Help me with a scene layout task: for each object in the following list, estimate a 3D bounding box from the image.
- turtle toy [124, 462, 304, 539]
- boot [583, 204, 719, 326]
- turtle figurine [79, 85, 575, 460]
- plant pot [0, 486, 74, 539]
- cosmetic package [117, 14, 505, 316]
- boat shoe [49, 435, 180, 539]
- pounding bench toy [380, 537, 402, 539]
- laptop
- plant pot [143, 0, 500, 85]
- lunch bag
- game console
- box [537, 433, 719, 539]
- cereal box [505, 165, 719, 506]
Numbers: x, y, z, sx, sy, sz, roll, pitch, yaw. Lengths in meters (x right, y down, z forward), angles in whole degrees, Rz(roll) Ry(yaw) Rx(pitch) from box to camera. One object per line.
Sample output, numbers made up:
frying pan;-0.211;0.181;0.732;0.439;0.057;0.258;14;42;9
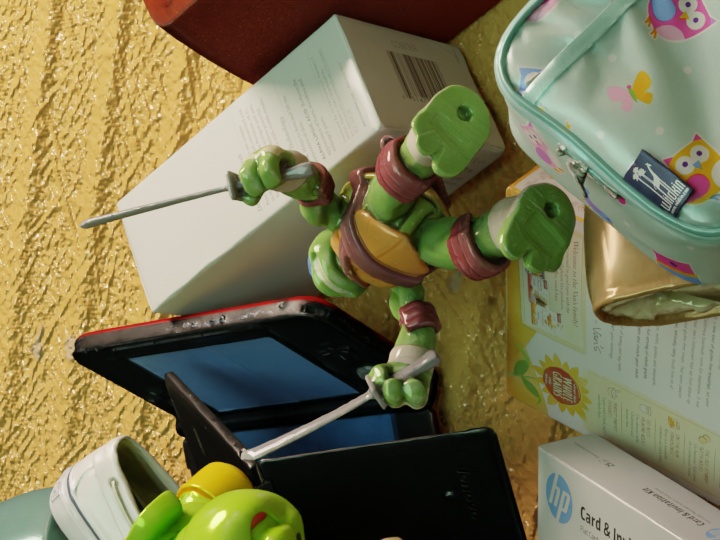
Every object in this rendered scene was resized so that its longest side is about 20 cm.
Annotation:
turtle toy;-0.086;0.177;1.146;0.101;0.146;0.200;36;138;15
boot;0.189;-0.081;1.070;0.175;0.066;0.200;-12;64;18
turtle figurine;0.000;0.000;1.110;0.194;0.200;0.144;-31;71;53
plant pot;-0.186;0.225;1.347;0.161;0.201;0.201;-42;68;31
cosmetic package;-0.032;-0.052;1.266;0.200;0.113;0.081;-40;60;33
boat shoe;-0.097;0.183;1.280;0.200;0.074;0.067;46;124;-2
pounding bench toy;0.029;0.252;1.182;0.156;0.124;0.200;27;120;-12
laptop;0.000;0.147;1.258;0.200;0.116;0.187;38;151;55
plant pot;-0.038;-0.218;1.227;0.200;0.176;0.200;-36;71;34
lunch bag;0.164;-0.104;1.007;0.160;0.077;0.200;42;82;19
game console;-0.058;0.109;1.300;0.200;0.172;0.119;-10;59;37
box;0.145;0.204;1.129;0.156;0.041;0.200;31;125;58
cereal box;0.162;0.042;1.135;0.200;0.040;0.144;27;136;33
